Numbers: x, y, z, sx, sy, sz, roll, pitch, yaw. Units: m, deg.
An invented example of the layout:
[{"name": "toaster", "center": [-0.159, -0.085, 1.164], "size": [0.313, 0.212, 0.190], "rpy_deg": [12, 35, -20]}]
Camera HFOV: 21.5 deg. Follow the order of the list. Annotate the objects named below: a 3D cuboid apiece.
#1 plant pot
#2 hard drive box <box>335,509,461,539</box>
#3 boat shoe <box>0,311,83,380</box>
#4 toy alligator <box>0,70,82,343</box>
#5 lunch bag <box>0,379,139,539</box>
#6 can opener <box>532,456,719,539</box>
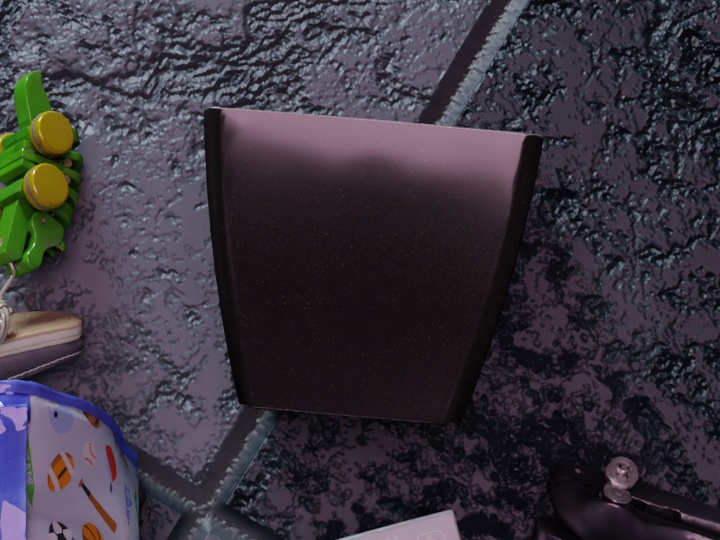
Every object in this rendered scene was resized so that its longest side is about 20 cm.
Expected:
[{"name": "plant pot", "center": [0.000, 0.000, 1.189], "size": [0.199, 0.200, 0.179], "rpy_deg": [6, 90, 0]}, {"name": "hard drive box", "center": [-0.032, 0.212, 1.158], "size": [0.199, 0.156, 0.077], "rpy_deg": [-15, 79, -4]}, {"name": "boat shoe", "center": [-0.272, 0.078, 1.229], "size": [0.199, 0.072, 0.065], "rpy_deg": [-17, 104, -16]}, {"name": "toy alligator", "center": [-0.212, -0.036, 1.247], "size": [0.054, 0.059, 0.201], "rpy_deg": [24, 57, -39]}, {"name": "lunch bag", "center": [-0.199, 0.168, 1.132], "size": [0.123, 0.200, 0.171], "rpy_deg": [-3, 72, -2]}, {"name": "can opener", "center": [0.212, 0.172, 1.225], "size": [0.199, 0.079, 0.064], "rpy_deg": [13, 40, -1]}]
